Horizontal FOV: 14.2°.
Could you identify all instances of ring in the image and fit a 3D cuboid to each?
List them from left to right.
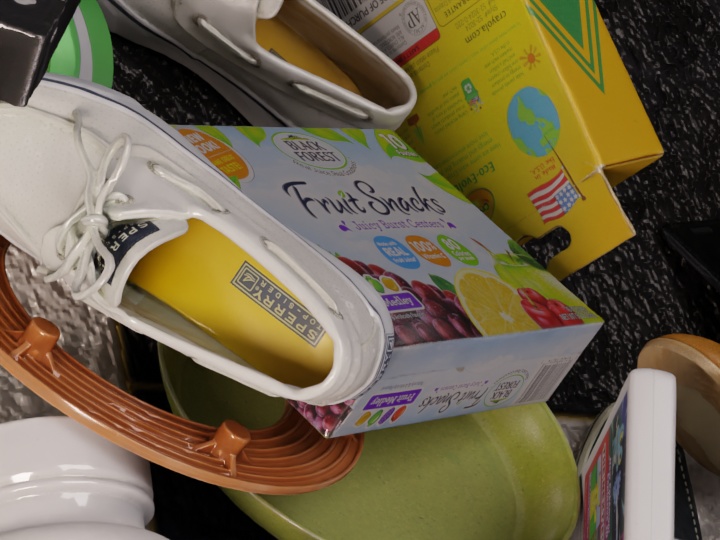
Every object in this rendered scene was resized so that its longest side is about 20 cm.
[{"bbox_3d":[-0.083,0.019,1.159,0.200,0.019,0.201,28,22,-12],"label":"ring"}]

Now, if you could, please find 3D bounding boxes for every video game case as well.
[{"bbox_3d":[0.103,0.167,1.201,0.023,0.182,0.201,6,64,-4],"label":"video game case"}]

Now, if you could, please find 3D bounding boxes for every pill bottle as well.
[{"bbox_3d":[-0.109,0.161,1.071,0.111,0.111,0.201,11,59,-37],"label":"pill bottle"}]

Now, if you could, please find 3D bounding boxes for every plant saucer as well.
[{"bbox_3d":[0.000,0.069,1.235,0.199,0.031,0.200,20,33,-14],"label":"plant saucer"}]

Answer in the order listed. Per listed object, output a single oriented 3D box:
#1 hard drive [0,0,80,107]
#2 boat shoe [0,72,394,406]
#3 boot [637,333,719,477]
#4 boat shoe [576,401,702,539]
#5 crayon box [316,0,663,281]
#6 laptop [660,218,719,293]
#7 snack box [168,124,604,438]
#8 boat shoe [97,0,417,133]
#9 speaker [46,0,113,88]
[{"bbox_3d":[-0.173,-0.138,1.144,0.139,0.038,0.200,19,29,-4],"label":"hard drive"},{"bbox_3d":[-0.085,-0.010,1.079,0.202,0.075,0.086,35,11,10],"label":"boat shoe"},{"bbox_3d":[0.226,0.045,1.377,0.201,0.071,0.144,41,66,-26],"label":"boot"},{"bbox_3d":[0.137,0.145,1.330,0.074,0.062,0.201,25,51,-27],"label":"boat shoe"},{"bbox_3d":[0.059,-0.085,1.349,0.051,0.127,0.201,-14,77,-44],"label":"crayon box"},{"bbox_3d":[0.257,0.073,1.513,0.187,0.116,0.200,-5,41,-43],"label":"laptop"},{"bbox_3d":[0.000,0.000,1.219,0.142,0.053,0.200,42,20,21],"label":"snack box"},{"bbox_3d":[-0.058,-0.123,1.308,0.200,0.070,0.071,40,47,-17],"label":"boat shoe"},{"bbox_3d":[-0.198,-0.078,1.151,0.200,0.088,0.089,-9,73,-43],"label":"speaker"}]
